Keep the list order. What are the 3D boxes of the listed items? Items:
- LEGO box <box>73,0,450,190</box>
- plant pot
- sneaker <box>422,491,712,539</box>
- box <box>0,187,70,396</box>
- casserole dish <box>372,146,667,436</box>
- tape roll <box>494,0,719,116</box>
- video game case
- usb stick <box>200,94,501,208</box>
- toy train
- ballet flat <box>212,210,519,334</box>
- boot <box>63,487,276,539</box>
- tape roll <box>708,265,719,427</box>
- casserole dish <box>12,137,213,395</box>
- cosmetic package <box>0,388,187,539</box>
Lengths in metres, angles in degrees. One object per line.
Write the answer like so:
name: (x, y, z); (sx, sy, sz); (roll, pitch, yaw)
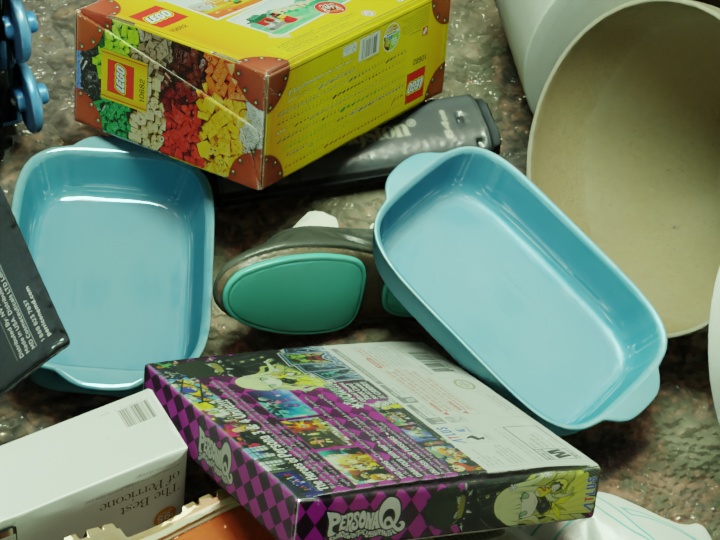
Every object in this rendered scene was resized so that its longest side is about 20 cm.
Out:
LEGO box: (-0.059, -0.137, 1.480); (0.148, 0.078, 0.200); (21, 32, 30)
plant pot: (0.219, -0.061, 1.436); (0.134, 0.201, 0.201); (-2, 42, -43)
sneaker: (0.102, 0.153, 1.297); (0.199, 0.071, 0.080); (16, 27, 9)
box: (-0.301, 0.035, 1.256); (0.199, 0.124, 0.198); (6, 37, 44)
casserole dish: (0.088, 0.016, 1.376); (0.200, 0.039, 0.121); (45, 55, 8)
tape roll: (0.186, -0.186, 1.521); (0.201, 0.203, 0.140); (-4, 48, -10)
video game case: (0.002, 0.090, 1.274); (0.180, 0.036, 0.200); (-3, 19, -28)
usb stick: (-0.009, -0.077, 1.511); (0.199, 0.033, 0.056); (-10, 48, -16)
toy train: (-0.247, -0.161, 1.452); (0.086, 0.201, 0.114); (-15, 39, -19)
ballet flat: (0.000, 0.000, 1.422); (0.199, 0.068, 0.069); (2, 35, -22)
boot: (-0.083, 0.178, 1.250); (0.199, 0.075, 0.108); (-19, 69, -28)
tape roll: (0.274, 0.027, 1.341); (0.202, 0.204, 0.037); (-33, 30, -32)
casserole dish: (-0.149, 0.003, 1.404); (0.120, 0.039, 0.201); (4, 48, -7)
cosmetic package: (-0.190, 0.138, 1.255); (0.199, 0.083, 0.051); (-21, 55, -24)
